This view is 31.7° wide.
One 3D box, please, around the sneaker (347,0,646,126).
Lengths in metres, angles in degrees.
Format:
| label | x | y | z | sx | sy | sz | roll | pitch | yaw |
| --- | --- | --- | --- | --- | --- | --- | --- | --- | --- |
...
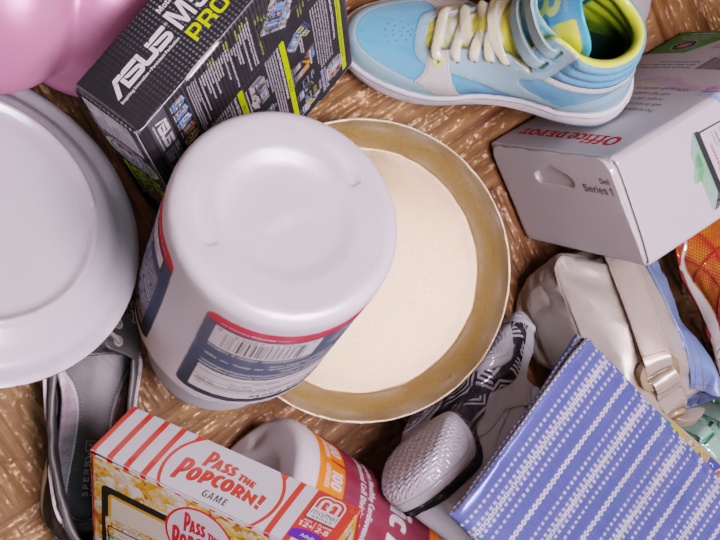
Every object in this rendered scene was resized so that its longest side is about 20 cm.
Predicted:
| label | x | y | z | sx | sy | sz | roll | pitch | yaw |
| --- | --- | --- | --- | --- | --- | --- | --- | --- | --- |
| sneaker | 0.086 | -0.154 | 0.800 | 0.200 | 0.131 | 0.080 | 7 | 77 | -1 |

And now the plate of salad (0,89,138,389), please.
| label | x | y | z | sx | sy | sz | roll | pitch | yaw |
| --- | --- | --- | --- | --- | --- | --- | --- | --- | --- |
| plate of salad | -0.215 | -0.025 | 0.673 | 0.200 | 0.048 | 0.200 | 18 | 52 | -25 |

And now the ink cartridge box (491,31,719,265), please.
| label | x | y | z | sx | sy | sz | roll | pitch | yaw |
| --- | --- | --- | --- | --- | --- | --- | --- | --- | --- |
| ink cartridge box | 0.218 | -0.093 | 0.901 | 0.200 | 0.145 | 0.084 | -31 | 111 | -20 |

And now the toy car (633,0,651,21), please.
| label | x | y | z | sx | sy | sz | roll | pitch | yaw |
| --- | --- | --- | --- | --- | --- | --- | --- | --- | --- |
| toy car | 0.181 | -0.253 | 0.852 | 0.200 | 0.150 | 0.175 | -43 | 115 | -15 |

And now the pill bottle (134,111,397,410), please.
| label | x | y | z | sx | sy | sz | roll | pitch | yaw |
| --- | --- | --- | --- | --- | --- | --- | --- | --- | --- |
| pill bottle | -0.063 | 0.008 | 0.709 | 0.119 | 0.200 | 0.120 | 6 | 67 | -15 |

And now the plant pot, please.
| label | x | y | z | sx | sy | sz | roll | pitch | yaw |
| --- | --- | --- | --- | --- | --- | --- | --- | --- | --- |
| plant pot | 0.000 | 0.000 | 0.843 | 0.200 | 0.027 | 0.201 | 0 | 91 | -10 |

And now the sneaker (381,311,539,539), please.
| label | x | y | z | sx | sy | sz | roll | pitch | yaw |
| --- | --- | --- | --- | --- | --- | --- | --- | --- | --- |
| sneaker | 0.095 | 0.122 | 0.874 | 0.115 | 0.075 | 0.200 | 49 | 42 | -12 |

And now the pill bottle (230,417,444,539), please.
| label | x | y | z | sx | sy | sz | roll | pitch | yaw |
| --- | --- | --- | --- | --- | --- | --- | --- | --- | --- |
| pill bottle | -0.004 | 0.194 | 0.853 | 0.200 | 0.114 | 0.114 | 37 | 81 | -28 |

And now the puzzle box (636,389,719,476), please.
| label | x | y | z | sx | sy | sz | roll | pitch | yaw |
| --- | --- | --- | --- | --- | --- | --- | --- | --- | --- |
| puzzle box | 0.154 | 0.182 | 0.824 | 0.133 | 0.025 | 0.200 | 38 | 74 | -28 |

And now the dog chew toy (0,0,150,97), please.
| label | x | y | z | sx | sy | sz | roll | pitch | yaw |
| --- | --- | --- | --- | --- | --- | --- | --- | --- | --- |
| dog chew toy | -0.186 | -0.150 | 0.681 | 0.200 | 0.124 | 0.125 | -13 | 105 | -38 |

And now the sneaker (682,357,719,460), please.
| label | x | y | z | sx | sy | sz | roll | pitch | yaw |
| --- | --- | --- | --- | --- | --- | --- | --- | --- | --- |
| sneaker | 0.270 | 0.099 | 1.001 | 0.200 | 0.074 | 0.118 | -18 | 113 | -34 |

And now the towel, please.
| label | x | y | z | sx | sy | sz | roll | pitch | yaw |
| --- | --- | --- | --- | --- | --- | --- | --- | --- | --- |
| towel | 0.157 | 0.155 | 0.801 | 0.200 | 0.024 | 0.145 | 46 | 72 | -23 |

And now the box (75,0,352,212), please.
| label | x | y | z | sx | sy | sz | roll | pitch | yaw |
| --- | --- | --- | --- | --- | --- | --- | --- | --- | --- |
| box | -0.073 | -0.113 | 0.726 | 0.044 | 0.200 | 0.160 | 36 | 80 | 10 |

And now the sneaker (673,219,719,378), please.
| label | x | y | z | sx | sy | sz | roll | pitch | yaw |
| --- | --- | --- | --- | --- | --- | --- | --- | --- | --- |
| sneaker | 0.289 | 0.019 | 0.956 | 0.077 | 0.200 | 0.073 | -26 | 154 | 19 |

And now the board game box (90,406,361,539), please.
| label | x | y | z | sx | sy | sz | roll | pitch | yaw |
| --- | --- | --- | --- | --- | --- | --- | --- | --- | --- |
| board game box | -0.085 | 0.193 | 0.751 | 0.046 | 0.151 | 0.200 | -48 | 154 | -48 |

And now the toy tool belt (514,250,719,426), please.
| label | x | y | z | sx | sy | sz | roll | pitch | yaw |
| --- | --- | --- | --- | --- | --- | --- | --- | --- | --- |
| toy tool belt | 0.211 | 0.066 | 0.926 | 0.123 | 0.125 | 0.200 | -22 | 83 | -24 |

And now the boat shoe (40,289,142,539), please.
| label | x | y | z | sx | sy | sz | roll | pitch | yaw |
| --- | --- | --- | --- | --- | --- | --- | --- | --- | --- |
| boat shoe | -0.164 | 0.077 | 0.782 | 0.067 | 0.057 | 0.200 | -1 | 99 | -27 |
